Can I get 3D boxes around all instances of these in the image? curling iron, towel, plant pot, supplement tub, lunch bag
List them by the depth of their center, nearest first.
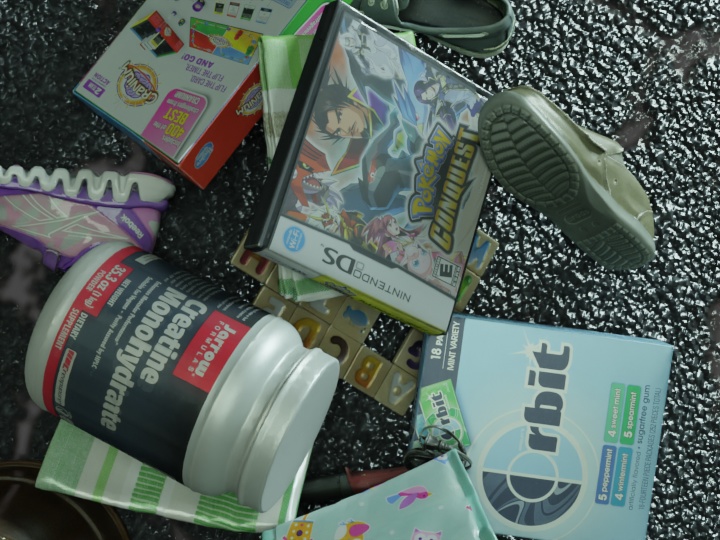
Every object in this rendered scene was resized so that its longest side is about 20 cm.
[{"bbox_3d":[-0.277,0.248,0.877,0.199,0.198,0.202,0,85,-3],"label":"plant pot"},{"bbox_3d":[-0.130,0.077,0.880,0.199,0.140,0.141,25,85,11],"label":"supplement tub"},{"bbox_3d":[0.036,0.260,0.907,0.169,0.122,0.201,-21,130,-3],"label":"lunch bag"},{"bbox_3d":[-0.009,-0.083,0.927,0.148,0.031,0.202,-8,92,-34],"label":"towel"},{"bbox_3d":[-0.135,0.125,0.945,0.198,0.023,0.153,13,53,0],"label":"towel"},{"bbox_3d":[-0.005,0.162,0.949,0.199,0.026,0.050,-16,120,23],"label":"curling iron"}]

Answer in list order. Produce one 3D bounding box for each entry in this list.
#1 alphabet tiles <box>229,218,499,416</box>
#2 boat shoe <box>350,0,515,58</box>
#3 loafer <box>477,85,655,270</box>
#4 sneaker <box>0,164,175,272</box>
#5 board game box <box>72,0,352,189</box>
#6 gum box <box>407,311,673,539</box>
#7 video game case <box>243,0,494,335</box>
[{"bbox_3d":[0.000,0.000,0.963,0.199,0.008,0.168,32,84,-24],"label":"alphabet tiles"},{"bbox_3d":[0.035,-0.234,0.996,0.199,0.062,0.073,18,85,0],"label":"boat shoe"},{"bbox_3d":[0.169,-0.082,0.966,0.200,0.075,0.070,43,50,-28],"label":"loafer"},{"bbox_3d":[-0.252,-0.040,0.966,0.198,0.080,0.089,4,93,-3],"label":"sneaker"},{"bbox_3d":[-0.119,-0.183,0.960,0.153,0.040,0.200,35,84,35],"label":"board game box"},{"bbox_3d":[0.141,0.129,0.970,0.198,0.045,0.171,8,92,0],"label":"gum box"},{"bbox_3d":[0.020,-0.075,0.912,0.180,0.025,0.201,25,74,-29],"label":"video game case"}]
